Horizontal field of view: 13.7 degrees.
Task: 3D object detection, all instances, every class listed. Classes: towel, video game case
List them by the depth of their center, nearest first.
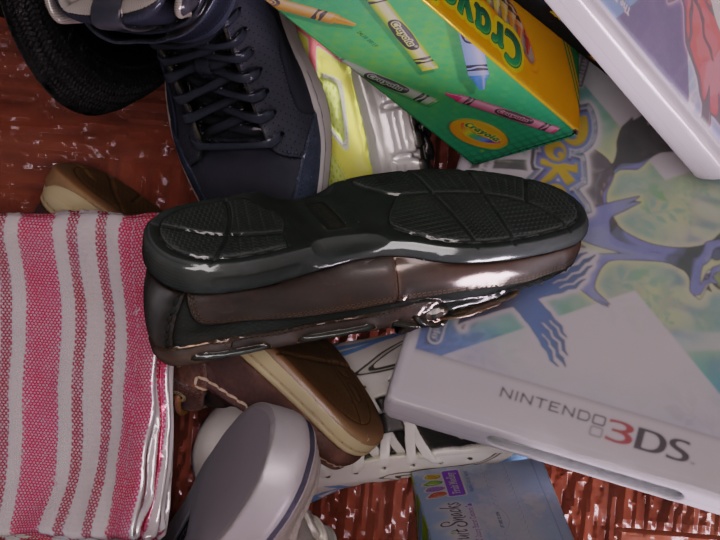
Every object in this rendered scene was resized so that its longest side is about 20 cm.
[{"bbox_3d":[0.133,-0.167,1.283,0.023,0.200,0.183,2,62,37],"label":"video game case"},{"bbox_3d":[-0.173,0.047,1.323,0.199,0.030,0.147,0,90,25],"label":"towel"},{"bbox_3d":[0.123,-0.001,1.329,0.182,0.022,0.201,16,64,3],"label":"video game case"}]

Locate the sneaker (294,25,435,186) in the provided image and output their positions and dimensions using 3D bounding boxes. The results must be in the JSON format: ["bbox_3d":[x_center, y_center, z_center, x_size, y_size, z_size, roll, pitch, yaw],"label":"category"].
[{"bbox_3d":[-0.029,-0.117,1.347,0.090,0.078,0.201,-13,86,8],"label":"sneaker"}]

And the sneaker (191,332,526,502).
[{"bbox_3d":[0.019,0.063,1.348,0.199,0.072,0.072,-14,91,-1],"label":"sneaker"}]

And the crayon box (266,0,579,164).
[{"bbox_3d":[0.021,-0.143,1.275,0.058,0.200,0.119,-15,59,30],"label":"crayon box"}]

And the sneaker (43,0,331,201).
[{"bbox_3d":[-0.073,-0.088,1.254,0.077,0.146,0.203,-5,105,19],"label":"sneaker"}]

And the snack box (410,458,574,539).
[{"bbox_3d":[0.067,0.201,1.279,0.067,0.169,0.201,-5,104,-2],"label":"snack box"}]

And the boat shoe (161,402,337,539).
[{"bbox_3d":[-0.042,0.122,1.294,0.070,0.200,0.071,18,55,-11],"label":"boat shoe"}]

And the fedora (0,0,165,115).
[{"bbox_3d":[-0.137,-0.170,1.313,0.091,0.200,0.202,9,89,29],"label":"fedora"}]

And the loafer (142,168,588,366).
[{"bbox_3d":[0.000,0.000,1.281,0.199,0.072,0.063,-5,123,-21],"label":"loafer"}]

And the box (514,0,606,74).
[{"bbox_3d":[0.097,-0.176,1.287,0.040,0.200,0.137,3,71,37],"label":"box"}]

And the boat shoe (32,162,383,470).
[{"bbox_3d":[-0.077,0.034,1.331,0.200,0.072,0.072,38,103,18],"label":"boat shoe"}]
